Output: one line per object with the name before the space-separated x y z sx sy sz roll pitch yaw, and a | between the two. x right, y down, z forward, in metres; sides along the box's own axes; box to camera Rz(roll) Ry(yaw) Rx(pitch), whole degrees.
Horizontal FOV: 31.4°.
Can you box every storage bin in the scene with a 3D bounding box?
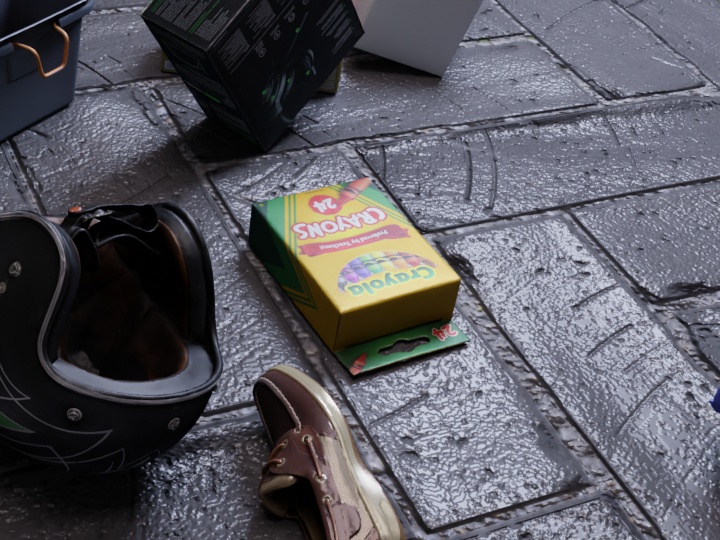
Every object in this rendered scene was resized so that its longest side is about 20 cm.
storage bin | -0.354 -0.205 1.260 0.146 0.134 0.200 26 42 20

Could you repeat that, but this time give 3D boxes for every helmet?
helmet | -0.199 0.050 0.930 0.200 0.191 0.200 -6 2 0

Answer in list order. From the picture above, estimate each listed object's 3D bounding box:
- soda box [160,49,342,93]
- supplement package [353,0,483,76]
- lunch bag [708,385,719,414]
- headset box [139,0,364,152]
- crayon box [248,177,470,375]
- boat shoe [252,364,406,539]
soda box | -0.118 -0.252 1.425 0.200 0.064 0.068 7 38 -3
supplement package | 0.057 -0.342 1.511 0.121 0.120 0.200 16 36 -17
lunch bag | 0.397 0.115 1.029 0.170 0.124 0.200 36 38 29
headset box | -0.099 -0.242 1.279 0.093 0.200 0.174 32 77 26
crayon box | 0.000 0.000 1.145 0.127 0.051 0.200 -15 45 -28
boat shoe | -0.042 0.149 0.937 0.072 0.072 0.200 -12 49 -27
